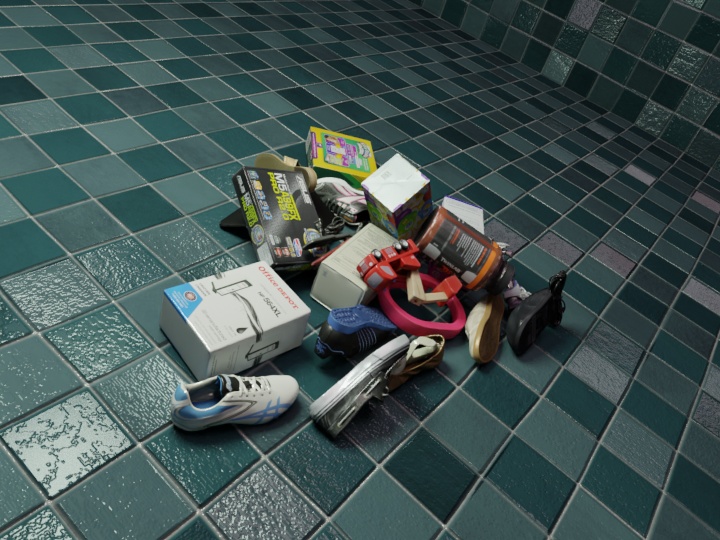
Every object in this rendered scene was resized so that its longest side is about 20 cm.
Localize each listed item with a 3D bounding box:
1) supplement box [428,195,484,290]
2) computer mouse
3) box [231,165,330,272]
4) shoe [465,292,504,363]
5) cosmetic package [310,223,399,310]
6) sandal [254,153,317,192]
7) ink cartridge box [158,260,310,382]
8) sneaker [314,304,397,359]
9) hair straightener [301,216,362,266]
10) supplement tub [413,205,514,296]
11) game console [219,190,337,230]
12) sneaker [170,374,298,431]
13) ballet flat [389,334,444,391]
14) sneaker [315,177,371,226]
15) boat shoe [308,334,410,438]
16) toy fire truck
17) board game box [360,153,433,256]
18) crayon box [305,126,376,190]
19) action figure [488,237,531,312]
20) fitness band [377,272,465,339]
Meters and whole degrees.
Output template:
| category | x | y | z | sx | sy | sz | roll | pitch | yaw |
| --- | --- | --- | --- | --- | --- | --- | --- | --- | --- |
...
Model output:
| category | x | y | z | sx | sy | sz | roll | pitch | yaw |
| --- | --- | --- | --- | --- | --- | --- | --- | --- | --- |
| supplement box | 0.217 | -0.065 | 1.369 | 0.101 | 0.103 | 0.202 | 17 | 36 | -5 |
| computer mouse | 0.351 | 0.093 | 1.239 | 0.052 | 0.141 | 0.199 | 24 | 44 | 37 |
| box | -0.148 | -0.097 | 1.167 | 0.158 | 0.044 | 0.204 | -3 | 68 | -50 |
| shoe | 0.241 | 0.114 | 1.202 | 0.071 | 0.053 | 0.201 | 61 | 34 | -20 |
| cosmetic package | 0.000 | 0.000 | 1.185 | 0.102 | 0.088 | 0.200 | 34 | 36 | 12 |
| sandal | -0.147 | -0.207 | 1.322 | 0.069 | 0.080 | 0.210 | -7 | 20 | -42 |
| ink cartridge box | -0.201 | 0.078 | 0.985 | 0.198 | 0.085 | 0.146 | -20 | 53 | -42 |
| sneaker | -0.009 | 0.111 | 1.065 | 0.070 | 0.079 | 0.198 | 41 | 18 | 30 |
| hair straightener | -0.053 | -0.074 | 1.191 | 0.078 | 0.041 | 0.199 | 58 | 36 | -1 |
| supplement tub | 0.208 | -0.032 | 1.209 | 0.198 | 0.108 | 0.108 | 34 | 35 | -4 |
| game console | -0.164 | -0.093 | 1.280 | 0.177 | 0.116 | 0.200 | 53 | 37 | -8 |
| sneaker | -0.175 | 0.181 | 0.879 | 0.196 | 0.074 | 0.072 | -5 | 41 | -33 |
| ballet flat | 0.077 | 0.152 | 1.044 | 0.197 | 0.073 | 0.068 | -13 | 47 | -38 |
| sneaker | -0.032 | -0.147 | 1.370 | 0.195 | 0.081 | 0.088 | 7 | 48 | -10 |
| boat shoe | 0.012 | 0.183 | 0.952 | 0.199 | 0.072 | 0.071 | -38 | 80 | -18 |
| toy fire truck | 0.094 | 0.015 | 1.130 | 0.198 | 0.049 | 0.142 | -21 | 71 | -50 |
| board game box | 0.085 | -0.122 | 1.269 | 0.104 | 0.201 | 0.103 | -40 | 60 | -12 |
| crayon box | -0.049 | -0.276 | 1.538 | 0.169 | 0.059 | 0.202 | 11 | 38 | -16 |
| action figure | 0.319 | 0.006 | 1.336 | 0.130 | 0.068 | 0.203 | 48 | 17 | -57 |
| fitness band | 0.120 | 0.068 | 1.177 | 0.197 | 0.038 | 0.145 | 8 | 44 | -37 |
